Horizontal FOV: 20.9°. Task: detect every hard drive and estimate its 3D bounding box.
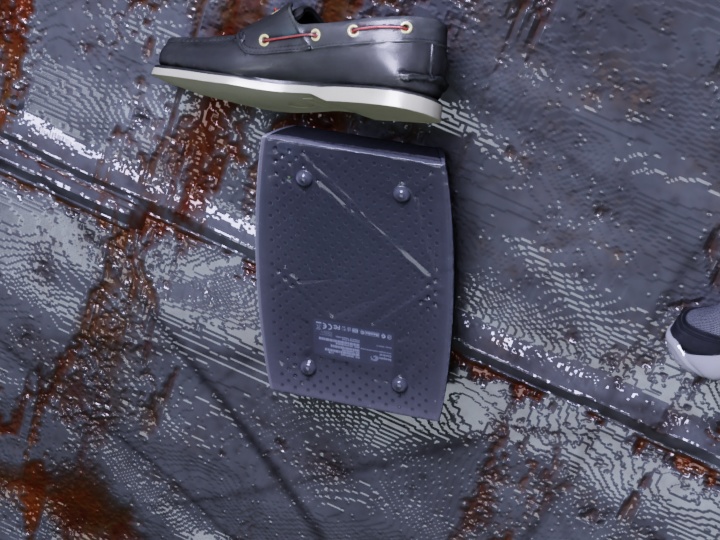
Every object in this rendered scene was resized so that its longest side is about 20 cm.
[{"bbox_3d":[0.000,0.000,1.270,0.134,0.042,0.201,9,125,14],"label":"hard drive"}]

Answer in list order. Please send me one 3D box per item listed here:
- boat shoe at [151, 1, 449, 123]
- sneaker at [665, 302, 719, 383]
[{"bbox_3d":[-0.037,-0.129,1.189,0.201,0.074,0.063,6,86,30],"label":"boat shoe"},{"bbox_3d":[0.259,0.003,1.150,0.200,0.075,0.114,-4,110,44],"label":"sneaker"}]
